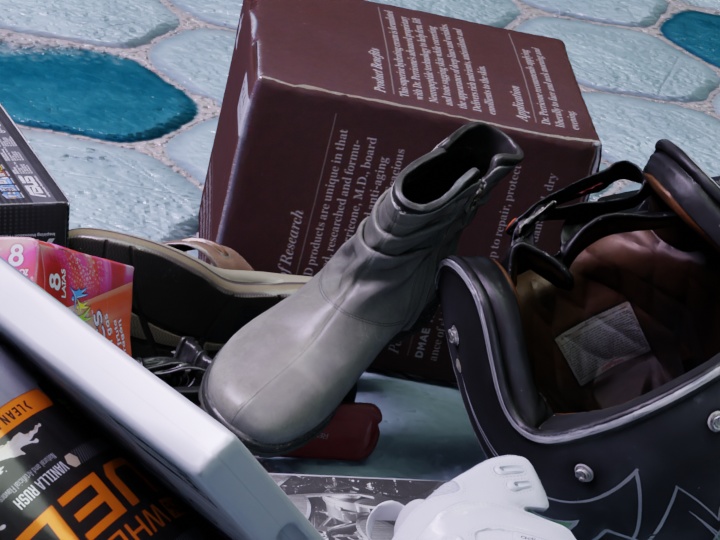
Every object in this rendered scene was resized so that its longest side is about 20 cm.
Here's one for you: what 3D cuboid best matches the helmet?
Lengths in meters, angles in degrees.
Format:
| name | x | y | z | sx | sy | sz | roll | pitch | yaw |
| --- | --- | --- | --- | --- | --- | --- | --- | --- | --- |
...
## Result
| name | x | y | z | sx | sy | sz | roll | pitch | yaw |
| --- | --- | --- | --- | --- | --- | --- | --- | --- | --- |
| helmet | 0.144 | 0.053 | 1.209 | 0.200 | 0.200 | 0.191 | -11 | 61 | -43 |

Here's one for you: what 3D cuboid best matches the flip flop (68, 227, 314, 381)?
| name | x | y | z | sx | sy | sz | roll | pitch | yaw |
| --- | --- | --- | --- | --- | --- | --- | --- | --- | --- |
| flip flop | -0.081 | 0.015 | 1.300 | 0.199 | 0.081 | 0.058 | 7 | 31 | -25 |

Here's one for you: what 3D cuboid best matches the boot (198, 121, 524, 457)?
| name | x | y | z | sx | sy | sz | roll | pitch | yaw |
| --- | --- | --- | --- | --- | --- | --- | --- | --- | --- |
| boot | 0.000 | 0.000 | 1.213 | 0.068 | 0.131 | 0.200 | 38 | 44 | 11 |

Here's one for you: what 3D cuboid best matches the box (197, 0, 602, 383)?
| name | x | y | z | sx | sy | sz | roll | pitch | yaw |
| --- | --- | --- | --- | --- | --- | --- | --- | --- | --- |
| box | 0.017 | -0.051 | 1.393 | 0.199 | 0.165 | 0.166 | 10 | 25 | -8 |

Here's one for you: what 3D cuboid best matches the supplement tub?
| name | x | y | z | sx | sy | sz | roll | pitch | yaw |
| --- | --- | --- | --- | --- | --- | --- | --- | --- | --- |
| supplement tub | -0.117 | 0.125 | 0.893 | 0.200 | 0.123 | 0.123 | 41 | 30 | 8 |

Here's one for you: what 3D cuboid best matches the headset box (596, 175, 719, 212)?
| name | x | y | z | sx | sy | sz | roll | pitch | yaw |
| --- | --- | --- | --- | --- | --- | --- | --- | --- | --- |
| headset box | 0.254 | 0.031 | 1.437 | 0.174 | 0.093 | 0.200 | -9 | 34 | -40 |

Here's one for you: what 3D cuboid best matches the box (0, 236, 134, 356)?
| name | x | y | z | sx | sy | sz | roll | pitch | yaw |
| --- | --- | --- | --- | --- | --- | --- | --- | --- | --- |
| box | -0.210 | 0.036 | 1.063 | 0.199 | 0.096 | 0.100 | 1 | -7 | 20 |

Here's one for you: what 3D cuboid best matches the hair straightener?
| name | x | y | z | sx | sy | sz | roll | pitch | yaw |
| --- | --- | --- | --- | --- | --- | --- | --- | --- | --- |
| hair straightener | -0.093 | 0.068 | 1.245 | 0.199 | 0.041 | 0.077 | -1 | 28 | -22 |

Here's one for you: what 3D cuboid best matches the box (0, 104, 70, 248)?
| name | x | y | z | sx | sy | sz | roll | pitch | yaw |
| --- | --- | --- | --- | --- | --- | --- | --- | --- | --- |
| box | -0.252 | -0.045 | 1.258 | 0.160 | 0.044 | 0.200 | -4 | 22 | -21 |

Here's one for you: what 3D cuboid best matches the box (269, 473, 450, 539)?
| name | x | y | z | sx | sy | sz | roll | pitch | yaw |
| --- | --- | --- | --- | --- | --- | --- | --- | --- | --- |
| box | 0.004 | 0.168 | 1.034 | 0.158 | 0.048 | 0.200 | 5 | 33 | -20 |

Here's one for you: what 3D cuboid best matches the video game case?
| name | x | y | z | sx | sy | sz | roll | pitch | yaw |
| --- | --- | --- | --- | --- | --- | --- | --- | --- | --- |
| video game case | -0.066 | 0.076 | 0.914 | 0.023 | 0.182 | 0.200 | -47 | 44 | -11 |

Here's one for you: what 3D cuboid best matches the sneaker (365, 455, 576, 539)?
| name | x | y | z | sx | sy | sz | roll | pitch | yaw |
| --- | --- | --- | --- | --- | --- | --- | --- | --- | --- |
| sneaker | 0.096 | 0.133 | 0.999 | 0.199 | 0.075 | 0.115 | 1 | 35 | -7 |
